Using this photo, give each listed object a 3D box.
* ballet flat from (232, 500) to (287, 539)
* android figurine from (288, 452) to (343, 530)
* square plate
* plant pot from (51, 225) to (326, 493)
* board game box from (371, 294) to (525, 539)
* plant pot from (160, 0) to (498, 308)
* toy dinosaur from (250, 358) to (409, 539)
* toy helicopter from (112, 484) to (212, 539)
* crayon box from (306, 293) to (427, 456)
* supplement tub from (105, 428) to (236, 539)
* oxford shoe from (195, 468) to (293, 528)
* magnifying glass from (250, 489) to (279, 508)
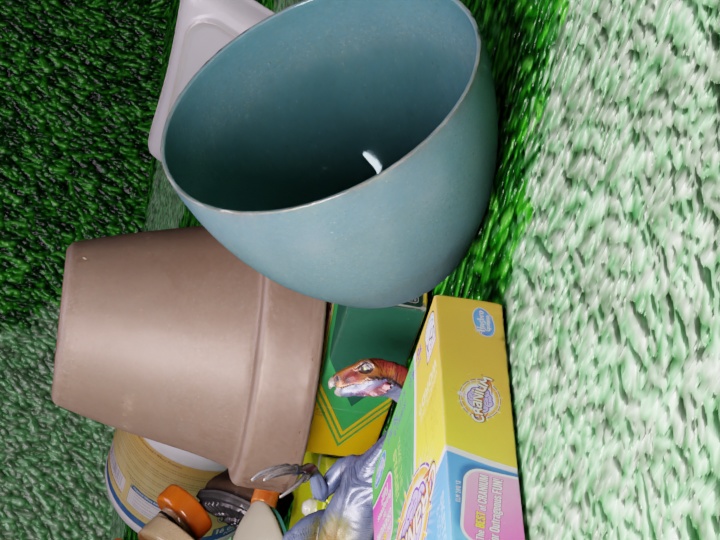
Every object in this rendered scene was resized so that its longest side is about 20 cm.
[{"bbox_3d":[-0.068,0.252,1.557,0.069,0.069,0.200,116,142,-59],"label":"ballet flat"},{"bbox_3d":[-0.031,0.192,1.644,0.200,0.041,0.182,-171,91,-82],"label":"android figurine"},{"bbox_3d":[-0.090,-0.125,1.897,0.028,0.200,0.198,-37,-28,-46],"label":"square plate"},{"bbox_3d":[-0.122,0.048,1.581,0.200,0.174,0.201,-175,90,-82],"label":"plant pot"},{"bbox_3d":[0.045,0.136,1.247,0.200,0.040,0.153,-92,15,-50],"label":"board game box"},{"bbox_3d":[-0.001,-0.056,1.359,0.200,0.200,0.135,-92,-20,-49],"label":"plant pot"},{"bbox_3d":[-0.013,0.146,1.466,0.182,0.105,0.200,-61,-5,-7],"label":"toy dinosaur"},{"bbox_3d":[-0.105,0.266,1.766,0.132,0.079,0.200,24,149,44],"label":"toy helicopter"},{"bbox_3d":[0.000,0.000,1.589,0.173,0.058,0.200,110,166,-47],"label":"crayon box"},{"bbox_3d":[-0.143,0.140,2.025,0.200,0.144,0.145,111,165,-50],"label":"supplement tub"},{"bbox_3d":[-0.080,0.164,1.801,0.085,0.073,0.200,-61,0,-1],"label":"oxford shoe"},{"bbox_3d":[-0.043,0.092,1.734,0.080,0.022,0.200,100,-170,-62],"label":"magnifying glass"}]
